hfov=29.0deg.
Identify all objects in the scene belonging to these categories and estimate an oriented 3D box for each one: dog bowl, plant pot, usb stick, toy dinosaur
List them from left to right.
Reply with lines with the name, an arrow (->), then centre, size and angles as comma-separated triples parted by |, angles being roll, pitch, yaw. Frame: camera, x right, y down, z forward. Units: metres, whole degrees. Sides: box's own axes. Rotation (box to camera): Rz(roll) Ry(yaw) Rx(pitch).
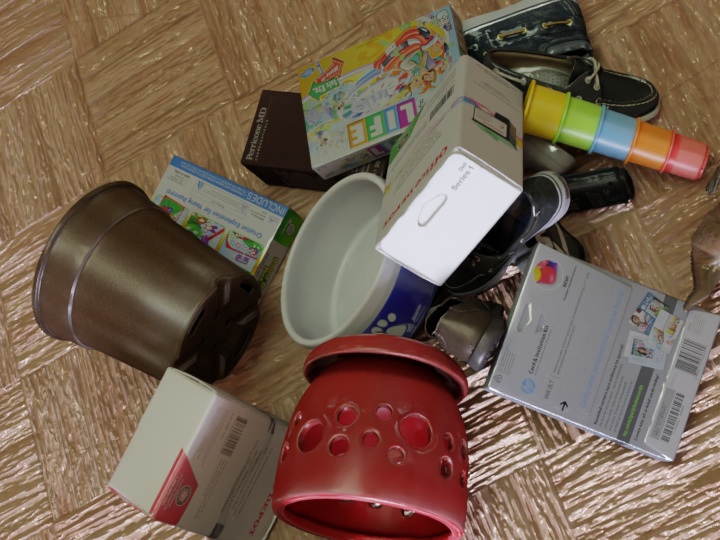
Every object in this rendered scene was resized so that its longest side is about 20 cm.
plant pot -> -0.232, 0.031, 1.576 | 0.197, 0.200, 0.202 | 28, 86, 24
dog bowl -> 0.000, 0.000, 1.527 | 0.200, 0.078, 0.202 | -35, 43, 40
plant pot -> 0.017, 0.176, 1.438 | 0.198, 0.201, 0.184 | -5, 61, 25
usb stick -> 0.196, -0.079, 1.517 | 0.198, 0.056, 0.033 | -9, 57, 24
toy dinosaur -> 0.376, -0.048, 1.401 | 0.200, 0.086, 0.136 | -51, 58, 7

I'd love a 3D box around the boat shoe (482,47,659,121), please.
boat shoe -> 0.227, -0.204, 1.510 | 0.198, 0.061, 0.074 | 9, 44, 9

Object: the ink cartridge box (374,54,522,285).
ink cartridge box -> 0.093, -0.104, 1.417 | 0.145, 0.083, 0.201 | -51, 16, 31

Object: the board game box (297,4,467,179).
board game box -> 0.030, -0.200, 1.573 | 0.198, 0.034, 0.136 | -20, 62, 20

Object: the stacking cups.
stacking cups -> 0.266, -0.147, 1.461 | 0.198, 0.061, 0.061 | 15, 77, 2

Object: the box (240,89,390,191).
box -> -0.034, -0.150, 1.650 | 0.198, 0.075, 0.101 | 8, 75, 31

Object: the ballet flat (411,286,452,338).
ballet flat -> 0.074, 0.019, 1.548 | 0.199, 0.046, 0.068 | -37, 59, 10

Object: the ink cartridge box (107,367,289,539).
ink cartridge box -> -0.158, 0.207, 1.507 | 0.084, 0.200, 0.147 | 23, 83, 37

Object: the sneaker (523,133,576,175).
sneaker -> 0.141, -0.121, 1.557 | 0.199, 0.073, 0.116 | 33, 92, 40

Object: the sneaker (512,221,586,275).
sneaker -> 0.211, 0.012, 1.468 | 0.066, 0.090, 0.202 | -28, 82, 45

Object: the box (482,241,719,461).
box -> 0.240, 0.082, 1.390 | 0.198, 0.041, 0.157 | 21, 81, -1

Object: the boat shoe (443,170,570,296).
boat shoe -> 0.133, -0.035, 1.424 | 0.069, 0.056, 0.200 | 58, 136, 14

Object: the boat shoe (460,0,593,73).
boat shoe -> 0.163, -0.243, 1.583 | 0.199, 0.071, 0.092 | -23, 59, 15

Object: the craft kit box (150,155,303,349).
craft kit box -> -0.195, -0.017, 1.701 | 0.199, 0.048, 0.199 | 26, 82, 32

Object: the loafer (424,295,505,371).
loafer -> 0.105, 0.051, 1.438 | 0.071, 0.200, 0.073 | 31, 89, 0
